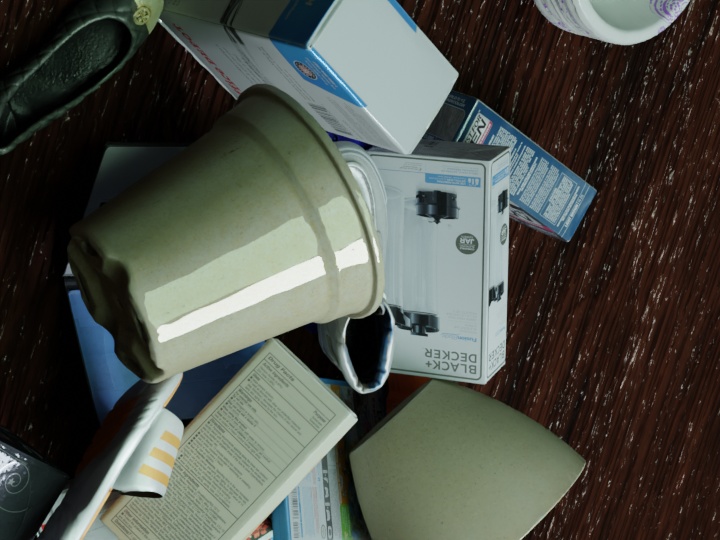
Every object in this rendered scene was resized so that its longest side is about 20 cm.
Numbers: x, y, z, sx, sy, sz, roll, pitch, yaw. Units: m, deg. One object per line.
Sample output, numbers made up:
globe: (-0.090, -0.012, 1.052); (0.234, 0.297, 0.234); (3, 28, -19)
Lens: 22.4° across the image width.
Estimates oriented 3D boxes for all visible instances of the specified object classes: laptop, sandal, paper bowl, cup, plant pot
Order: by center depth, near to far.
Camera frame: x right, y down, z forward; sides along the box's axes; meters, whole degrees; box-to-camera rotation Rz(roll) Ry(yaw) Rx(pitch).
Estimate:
plant pot: (-0.114, -0.014, 1.378); (0.183, 0.200, 0.201); (-28, 124, -22)
sandal: (-0.185, 0.167, 1.388); (0.059, 0.079, 0.207); (37, 71, -20)
laptop: (-0.133, 0.009, 1.479); (0.187, 0.116, 0.200); (-3, 127, -41)
cup: (0.075, 0.178, 1.579); (0.200, 0.200, 0.143); (-41, 89, -22)
paper bowl: (0.228, -0.316, 1.684); (0.201, 0.104, 0.201); (-16, 116, -36)

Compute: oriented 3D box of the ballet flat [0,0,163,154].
ballet flat: (-0.220, -0.150, 1.384); (0.200, 0.057, 0.066); (-45, 132, -19)

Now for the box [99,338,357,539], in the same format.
box: (-0.103, 0.158, 1.456); (0.200, 0.095, 0.078); (-45, 171, -4)

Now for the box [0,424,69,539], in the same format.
box: (-0.340, 0.199, 1.377); (0.132, 0.115, 0.200); (36, 81, -44)

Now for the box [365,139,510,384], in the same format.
box: (0.066, -0.009, 1.569); (0.060, 0.117, 0.200); (-38, 133, -64)

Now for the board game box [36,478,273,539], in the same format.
board game box: (-0.166, 0.216, 1.521); (0.200, 0.035, 0.126); (-18, 99, -12)

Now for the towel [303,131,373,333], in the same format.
towel: (-0.008, -0.058, 1.584); (0.148, 0.050, 0.200); (-42, 136, -51)

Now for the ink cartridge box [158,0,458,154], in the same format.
ink cartridge box: (-0.046, -0.180, 1.428); (0.086, 0.200, 0.146); (-56, 134, -11)

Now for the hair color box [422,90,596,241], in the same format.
hair color box: (0.119, -0.102, 1.676); (0.200, 0.100, 0.061); (32, 86, -44)

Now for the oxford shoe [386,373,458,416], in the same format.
oxford shoe: (0.057, 0.069, 1.672); (0.073, 0.071, 0.200); (-41, 135, -62)

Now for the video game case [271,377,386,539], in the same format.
video game case: (-0.025, 0.167, 1.586); (0.200, 0.018, 0.143); (14, 69, -62)

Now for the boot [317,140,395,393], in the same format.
boot: (0.000, 0.000, 1.494); (0.073, 0.096, 0.200); (-10, 116, -13)
